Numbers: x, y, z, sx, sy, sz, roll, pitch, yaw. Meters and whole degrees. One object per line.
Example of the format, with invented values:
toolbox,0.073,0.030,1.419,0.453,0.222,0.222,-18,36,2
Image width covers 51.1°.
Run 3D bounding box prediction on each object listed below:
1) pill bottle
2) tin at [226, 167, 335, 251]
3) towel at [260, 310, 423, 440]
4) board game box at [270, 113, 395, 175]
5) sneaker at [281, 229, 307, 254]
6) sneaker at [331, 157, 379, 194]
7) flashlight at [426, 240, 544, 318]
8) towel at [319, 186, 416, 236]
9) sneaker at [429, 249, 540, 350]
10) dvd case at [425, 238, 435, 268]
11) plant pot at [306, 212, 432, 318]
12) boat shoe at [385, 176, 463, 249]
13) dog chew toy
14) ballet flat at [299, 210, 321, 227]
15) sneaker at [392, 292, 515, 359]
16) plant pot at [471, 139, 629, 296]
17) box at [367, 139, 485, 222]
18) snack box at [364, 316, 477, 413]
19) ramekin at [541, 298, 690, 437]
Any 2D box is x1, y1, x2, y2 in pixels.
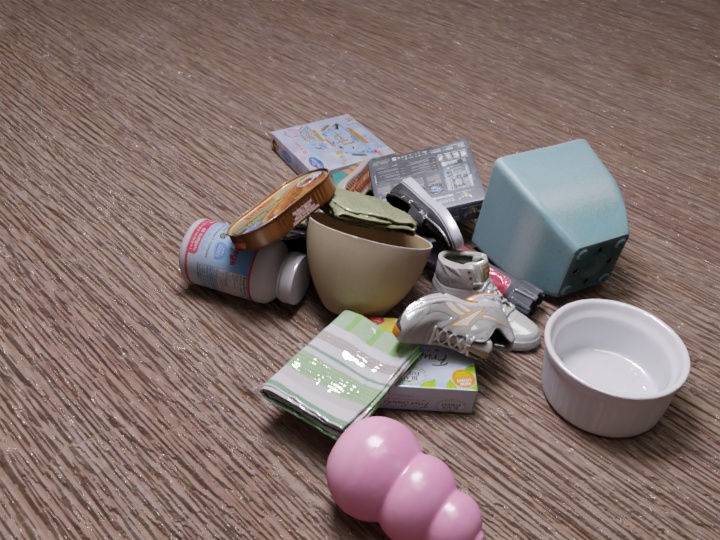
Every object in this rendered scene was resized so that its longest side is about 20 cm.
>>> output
pill bottle,-0.186,-0.010,1.226,0.198,0.110,0.109,15,39,15
tin,-0.121,-0.095,1.174,0.111,0.042,0.200,7,41,48
towel,-0.022,0.134,1.034,0.148,0.031,0.200,25,45,24
board game box,-0.061,-0.257,1.605,0.198,0.041,0.200,-18,43,-25
sneaker,-0.133,-0.038,1.315,0.198,0.077,0.088,7,13,11
sneaker,-0.020,-0.174,1.477,0.079,0.072,0.200,-2,21,28
flashlight,0.203,0.011,1.252,0.199,0.068,0.068,32,84,24
towel,0.001,-0.102,1.239,0.147,0.037,0.200,10,13,-22
sneaker,0.198,0.040,1.183,0.199,0.117,0.074,26,41,25
dvd case,0.064,-0.067,1.390,0.141,0.018,0.201,-5,39,-11
plant pot,0.000,0.000,1.183,0.198,0.136,0.200,14,12,-3
boat shoe,0.101,-0.089,1.260,0.066,0.070,0.200,-30,46,-6
dog chew toy,0.057,0.264,0.891,0.199,0.125,0.124,32,46,21
ballet flat,-0.073,-0.108,1.375,0.198,0.072,0.069,19,44,28
sneaker,0.140,0.085,1.064,0.198,0.076,0.092,-5,48,-30
plant pot,0.339,-0.073,1.284,0.194,0.197,0.201,-15,49,-22
box,0.121,-0.151,1.384,0.198,0.051,0.159,-13,51,4
snack box,0.065,0.135,1.102,0.197,0.053,0.143,3,40,0
ramekin,0.355,0.141,1.077,0.198,0.099,0.201,2,38,-2
